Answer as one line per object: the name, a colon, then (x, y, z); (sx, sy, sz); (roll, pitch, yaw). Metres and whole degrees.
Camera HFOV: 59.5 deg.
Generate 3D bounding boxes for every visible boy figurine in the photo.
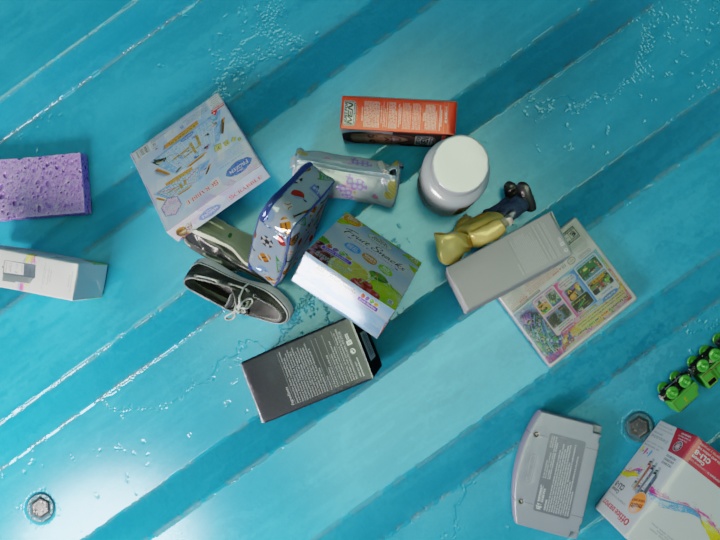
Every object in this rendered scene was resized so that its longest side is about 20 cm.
boy figurine: (0.203, -0.080, 1.085); (0.198, 0.124, 0.065); (-31, 111, -15)

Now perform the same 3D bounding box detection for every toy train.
toy train: (0.608, 0.169, 1.103); (0.199, 0.042, 0.057); (-41, 97, 0)

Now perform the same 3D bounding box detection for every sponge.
sponge: (-0.602, -0.153, 1.164); (0.196, 0.030, 0.114); (-5, 88, 2)

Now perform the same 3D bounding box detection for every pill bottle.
pill bottle: (0.155, -0.158, 1.051); (0.112, 0.200, 0.117); (0, 88, 2)

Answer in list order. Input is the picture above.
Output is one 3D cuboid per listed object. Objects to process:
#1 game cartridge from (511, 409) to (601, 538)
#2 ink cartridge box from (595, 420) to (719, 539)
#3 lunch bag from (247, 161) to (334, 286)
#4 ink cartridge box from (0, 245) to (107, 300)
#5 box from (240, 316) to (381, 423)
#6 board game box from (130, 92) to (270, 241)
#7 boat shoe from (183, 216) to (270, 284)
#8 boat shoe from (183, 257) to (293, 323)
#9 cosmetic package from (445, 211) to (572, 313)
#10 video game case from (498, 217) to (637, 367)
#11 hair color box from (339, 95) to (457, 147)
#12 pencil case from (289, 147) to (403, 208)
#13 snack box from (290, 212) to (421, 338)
game cartridge: (0.338, 0.354, 1.108); (0.131, 0.040, 0.203); (14, 88, -1)
ink cartridge box: (0.523, 0.384, 1.044); (0.144, 0.145, 0.201); (37, 89, 3)
lunch bag: (-0.116, -0.077, 1.057); (0.075, 0.201, 0.161); (33, 52, 2)
ink cartridge box: (-0.570, 0.002, 1.113); (0.196, 0.117, 0.069); (11, 91, 3)
box: (-0.077, 0.159, 1.066); (0.197, 0.148, 0.109); (-24, 86, 6)
board game box: (-0.286, -0.186, 1.110); (0.199, 0.041, 0.201); (-34, 62, 1)
boat shoe: (-0.228, -0.031, 1.138); (0.198, 0.072, 0.068); (30, 127, -4)
boat shoe: (-0.214, 0.048, 1.104); (0.198, 0.068, 0.074); (31, 123, -8)
cosmetic package: (0.246, -0.008, 1.068); (0.198, 0.107, 0.091); (-25, 80, 1)
video game case: (0.360, 0.039, 1.125); (0.199, 0.024, 0.183); (-38, 87, 0)
hair color box: (0.066, -0.260, 1.108); (0.196, 0.102, 0.062); (4, 88, 3)
pencil case: (-0.025, -0.164, 1.113); (0.196, 0.091, 0.085); (8, 88, 3)
snack box: (0.000, 0.000, 1.051); (0.167, 0.200, 0.068); (33, 118, 2)
